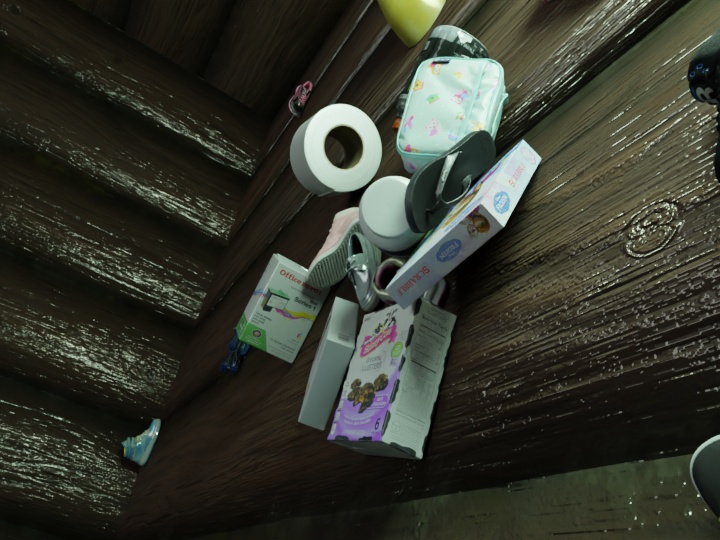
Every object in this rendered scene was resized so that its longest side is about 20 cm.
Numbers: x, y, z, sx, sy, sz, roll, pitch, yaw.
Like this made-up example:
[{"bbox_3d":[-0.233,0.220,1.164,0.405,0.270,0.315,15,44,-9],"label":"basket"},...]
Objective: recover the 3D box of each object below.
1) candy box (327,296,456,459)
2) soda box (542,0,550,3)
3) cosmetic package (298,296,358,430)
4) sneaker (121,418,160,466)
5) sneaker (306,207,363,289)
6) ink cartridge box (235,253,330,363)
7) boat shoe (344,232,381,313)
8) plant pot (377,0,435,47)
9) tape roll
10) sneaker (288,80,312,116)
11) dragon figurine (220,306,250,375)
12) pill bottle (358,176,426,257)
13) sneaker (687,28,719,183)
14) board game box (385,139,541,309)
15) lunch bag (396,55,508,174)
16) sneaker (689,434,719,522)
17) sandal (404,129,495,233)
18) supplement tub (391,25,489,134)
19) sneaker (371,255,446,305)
[{"bbox_3d":[0.042,0.155,0.847,0.167,0.070,0.204,-27,41,59],"label":"candy box"},{"bbox_3d":[0.330,-0.476,0.895,0.071,0.062,0.200,-63,20,0],"label":"soda box"},{"bbox_3d":[-0.051,0.152,1.018,0.200,0.050,0.154,-84,12,-74],"label":"cosmetic package"},{"bbox_3d":[-0.954,0.726,2.571,0.079,0.129,0.204,-28,40,59],"label":"sneaker"},{"bbox_3d":[-0.049,-0.055,1.319,0.201,0.075,0.105,-49,28,18],"label":"sneaker"},{"bbox_3d":[-0.178,0.087,1.374,0.203,0.143,0.084,-62,21,4],"label":"ink cartridge box"},{"bbox_3d":[0.000,-0.001,1.138,0.070,0.070,0.203,-51,24,30],"label":"boat shoe"},{"bbox_3d":[0.128,-0.729,1.588,0.201,0.140,0.203,-50,25,33],"label":"plant pot"},{"bbox_3d":[-0.062,-0.290,1.456,0.207,0.200,0.139,-66,20,-8],"label":"tape roll"},{"bbox_3d":[-0.279,-0.827,2.839,0.094,0.078,0.204,-22,46,45],"label":"sneaker"},{"bbox_3d":[-0.369,0.221,1.816,0.203,0.058,0.100,-62,20,9],"label":"dragon figurine"},{"bbox_3d":[0.056,-0.083,0.930,0.113,0.109,0.200,-63,-10,2],"label":"pill bottle"},{"bbox_3d":[0.327,-0.144,0.512,0.203,0.072,0.112,-60,16,-11],"label":"sneaker"},{"bbox_3d":[0.139,-0.063,0.801,0.200,0.041,0.200,-45,3,42],"label":"board game box"},{"bbox_3d":[0.152,-0.253,0.966,0.157,0.077,0.204,10,73,26],"label":"lunch bag"},{"bbox_3d":[0.251,0.145,0.321,0.073,0.082,0.200,-60,20,8],"label":"sneaker"},{"bbox_3d":[0.130,-0.133,0.834,0.200,0.077,0.042,-48,29,-22],"label":"sandal"},{"bbox_3d":[0.144,-0.333,1.103,0.203,0.121,0.122,-62,20,4],"label":"supplement tub"},{"bbox_3d":[0.058,0.013,0.953,0.083,0.087,0.199,-65,20,-6],"label":"sneaker"}]
